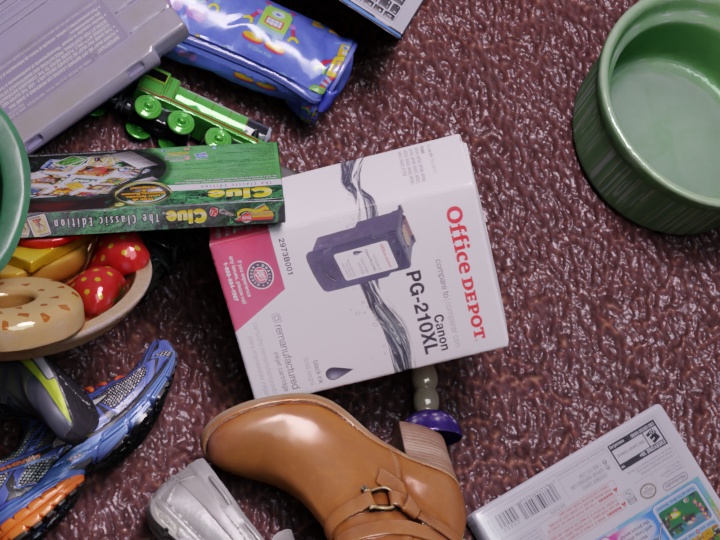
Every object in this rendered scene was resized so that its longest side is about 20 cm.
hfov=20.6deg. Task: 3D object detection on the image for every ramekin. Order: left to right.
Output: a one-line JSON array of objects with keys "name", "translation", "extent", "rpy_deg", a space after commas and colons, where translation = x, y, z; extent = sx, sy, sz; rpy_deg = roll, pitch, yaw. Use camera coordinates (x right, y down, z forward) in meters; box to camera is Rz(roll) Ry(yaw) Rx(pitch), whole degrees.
[{"name": "ramekin", "translation": [0.277, -0.128, 1.687], "extent": [0.199, 0.098, 0.201], "rpy_deg": [6, 68, -16]}]

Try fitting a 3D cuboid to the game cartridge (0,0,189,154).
[{"name": "game cartridge", "translation": [-0.245, -0.171, 1.529], "extent": [0.200, 0.038, 0.130], "rpy_deg": [-36, 79, -5]}]

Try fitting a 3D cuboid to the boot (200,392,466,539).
[{"name": "boot", "translation": [-0.017, 0.174, 1.446], "extent": [0.199, 0.077, 0.156], "rpy_deg": [13, 37, -16]}]

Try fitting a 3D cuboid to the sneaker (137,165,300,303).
[{"name": "sneaker", "translation": [-0.137, -0.029, 1.527], "extent": [0.198, 0.076, 0.115], "rpy_deg": [-2, 72, -16]}]

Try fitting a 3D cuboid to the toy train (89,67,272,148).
[{"name": "toy train", "translation": [-0.158, -0.130, 1.579], "extent": [0.199, 0.042, 0.057], "rpy_deg": [25, 53, -7]}]

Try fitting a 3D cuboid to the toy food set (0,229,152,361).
[{"name": "toy food set", "translation": [-0.248, 0.001, 1.401], "extent": [0.197, 0.049, 0.200], "rpy_deg": [18, 35, 32]}]

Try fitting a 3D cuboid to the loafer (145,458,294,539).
[{"name": "loafer", "translation": [-0.068, 0.220, 1.450], "extent": [0.200, 0.070, 0.070], "rpy_deg": [43, 69, 4]}]

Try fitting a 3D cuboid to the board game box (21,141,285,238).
[{"name": "board game box", "translation": [-0.155, -0.059, 1.435], "extent": [0.198, 0.024, 0.105], "rpy_deg": [-3, 25, -3]}]

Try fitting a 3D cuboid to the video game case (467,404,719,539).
[{"name": "video game case", "translation": [0.208, 0.227, 1.565], "extent": [0.199, 0.024, 0.183], "rpy_deg": [-26, 80, -26]}]

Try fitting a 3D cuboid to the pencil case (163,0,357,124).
[{"name": "pencil case", "translation": [-0.103, -0.187, 1.596], "extent": [0.199, 0.078, 0.087], "rpy_deg": [24, 40, -8]}]

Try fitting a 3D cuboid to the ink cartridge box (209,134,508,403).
[{"name": "ink cartridge box", "translation": [0.000, 0.000, 1.477], "extent": [0.199, 0.146, 0.084], "rpy_deg": [-14, 29, 2]}]

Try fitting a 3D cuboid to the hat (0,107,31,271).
[{"name": "hat", "translation": [-0.308, -0.038, 1.404], "extent": [0.164, 0.176, 0.201], "rpy_deg": [3, 72, -3]}]

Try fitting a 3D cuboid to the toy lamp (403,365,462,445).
[{"name": "toy lamp", "translation": [0.046, 0.037, 1.569], "extent": [0.058, 0.058, 0.201], "rpy_deg": [3, 68, -17]}]

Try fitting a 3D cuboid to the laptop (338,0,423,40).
[{"name": "laptop", "translation": [-0.017, -0.286, 1.644], "extent": [0.187, 0.116, 0.201], "rpy_deg": [33, 63, -4]}]

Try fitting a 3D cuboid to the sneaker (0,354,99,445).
[{"name": "sneaker", "translation": [-0.261, 0.084, 1.409], "extent": [0.199, 0.074, 0.081], "rpy_deg": [27, 74, 43]}]

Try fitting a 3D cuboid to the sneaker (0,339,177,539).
[{"name": "sneaker", "translation": [-0.209, 0.114, 1.447], "extent": [0.078, 0.075, 0.200], "rpy_deg": [43, 61, 6]}]

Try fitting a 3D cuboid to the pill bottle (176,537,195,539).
[{"name": "pill bottle", "translation": [-0.162, 0.285, 1.371], "extent": [0.110, 0.110, 0.200], "rpy_deg": [44, 63, 3]}]
